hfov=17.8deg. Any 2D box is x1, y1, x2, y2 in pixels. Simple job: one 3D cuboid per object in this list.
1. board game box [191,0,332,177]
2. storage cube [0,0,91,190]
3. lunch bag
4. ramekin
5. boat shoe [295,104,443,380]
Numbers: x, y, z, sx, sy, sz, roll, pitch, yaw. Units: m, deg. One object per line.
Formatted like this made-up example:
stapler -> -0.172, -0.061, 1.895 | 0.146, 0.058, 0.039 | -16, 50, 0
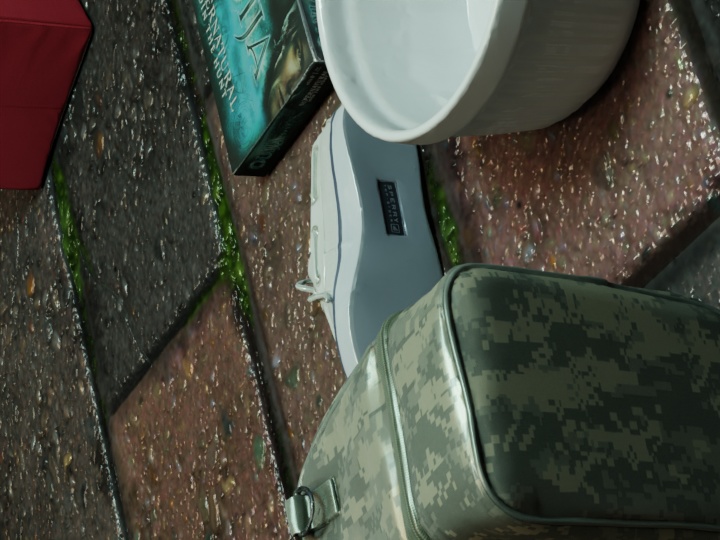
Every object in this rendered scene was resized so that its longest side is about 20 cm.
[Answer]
board game box -> -0.070, -0.184, 1.555 | 0.135, 0.028, 0.201 | -50, 47, 48
storage cube -> -0.345, -0.184, 1.880 | 0.200, 0.178, 0.172 | 58, 136, 42
lunch bag -> 0.083, 0.097, 1.118 | 0.168, 0.199, 0.140 | -39, 53, 48
ramekin -> 0.067, -0.167, 1.246 | 0.200, 0.104, 0.202 | -7, 81, 59
boat shoe -> -0.004, -0.001, 1.389 | 0.086, 0.074, 0.204 | -38, 55, 52
